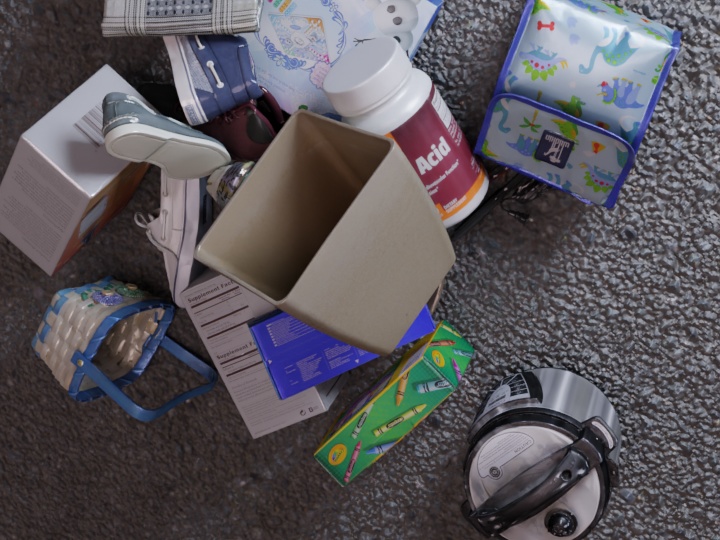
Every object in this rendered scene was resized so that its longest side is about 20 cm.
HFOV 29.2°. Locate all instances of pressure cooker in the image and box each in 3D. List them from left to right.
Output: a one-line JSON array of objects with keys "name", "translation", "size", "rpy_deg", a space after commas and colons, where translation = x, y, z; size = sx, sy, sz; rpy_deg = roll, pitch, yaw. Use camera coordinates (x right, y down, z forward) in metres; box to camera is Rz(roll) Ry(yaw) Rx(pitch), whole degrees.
[{"name": "pressure cooker", "translation": [0.210, 0.220, 1.586], "size": [0.177, 0.200, 0.178], "rpy_deg": [10, 112, 13]}]

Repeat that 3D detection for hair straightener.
[{"name": "hair straightener", "translation": [0.179, -0.092, 1.579], "size": [0.199, 0.041, 0.077], "rpy_deg": [-35, 97, 19]}]

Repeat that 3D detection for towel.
[{"name": "towel", "translation": [-0.192, -0.358, 1.540], "size": [0.191, 0.035, 0.202], "rpy_deg": [2, 78, 16]}]

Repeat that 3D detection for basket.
[{"name": "basket", "translation": [-0.290, 0.102, 1.702], "size": [0.200, 0.176, 0.140], "rpy_deg": [39, 111, 12]}]

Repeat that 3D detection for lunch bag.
[{"name": "lunch bag", "translation": [0.228, -0.184, 1.478], "size": [0.169, 0.127, 0.201], "rpy_deg": [23, 114, 7]}]

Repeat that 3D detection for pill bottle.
[{"name": "pill bottle", "translation": [0.049, -0.148, 1.519], "size": [0.113, 0.115, 0.201], "rpy_deg": [-23, 121, 22]}]

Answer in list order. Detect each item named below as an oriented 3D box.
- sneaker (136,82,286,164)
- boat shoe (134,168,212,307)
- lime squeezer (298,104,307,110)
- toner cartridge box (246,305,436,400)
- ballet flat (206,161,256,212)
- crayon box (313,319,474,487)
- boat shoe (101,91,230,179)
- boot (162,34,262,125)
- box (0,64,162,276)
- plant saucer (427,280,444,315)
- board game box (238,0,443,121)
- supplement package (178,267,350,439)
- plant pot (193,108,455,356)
[{"name": "sneaker", "translation": [-0.163, -0.191, 1.599], "size": [0.198, 0.076, 0.116], "rpy_deg": [24, 142, -3]}, {"name": "boat shoe", "translation": [-0.231, -0.057, 1.685], "size": [0.085, 0.075, 0.204], "rpy_deg": [9, 109, 12]}, {"name": "lime squeezer", "translation": [-0.069, -0.104, 1.615], "size": [0.037, 0.071, 0.202], "rpy_deg": [11, 115, -3]}, {"name": "toner cartridge box", "translation": [-0.022, 0.064, 1.594], "size": [0.198, 0.043, 0.096], "rpy_deg": [-24, 99, -6]}, {"name": "ballet flat", "translation": [-0.144, -0.084, 1.597], "size": [0.071, 0.200, 0.073], "rpy_deg": [-1, 74, 5]}, {"name": "crayon box", "translation": [0.040, 0.158, 1.658], "size": [0.058, 0.119, 0.200], "rpy_deg": [45, 115, -3]}, {"name": "boat shoe", "translation": [-0.213, -0.149, 1.525], "size": [0.072, 0.199, 0.062], "rpy_deg": [-30, 70, 24]}, {"name": "boot", "translation": [-0.171, -0.253, 1.567], "size": [0.090, 0.201, 0.073], "rpy_deg": [-19, 147, 1]}, {"name": "box", "translation": [-0.329, -0.114, 1.611], "size": [0.106, 0.152, 0.200], "rpy_deg": [41, 144, -1]}, {"name": "plant saucer", "translation": [0.000, 0.000, 1.629], "size": [0.198, 0.029, 0.202], "rpy_deg": [-1, 100, -6]}, {"name": "board game box", "translation": [-0.039, -0.268, 1.571], "size": [0.199, 0.043, 0.200], "rpy_deg": [32, 115, 3]}, {"name": "supplement package", "translation": [-0.114, 0.079, 1.677], "size": [0.109, 0.114, 0.201], "rpy_deg": [-23, 100, 21]}, {"name": "plant pot", "translation": [-0.021, -0.025, 1.467], "size": [0.177, 0.199, 0.200], "rpy_deg": [41, 81, -36]}]
